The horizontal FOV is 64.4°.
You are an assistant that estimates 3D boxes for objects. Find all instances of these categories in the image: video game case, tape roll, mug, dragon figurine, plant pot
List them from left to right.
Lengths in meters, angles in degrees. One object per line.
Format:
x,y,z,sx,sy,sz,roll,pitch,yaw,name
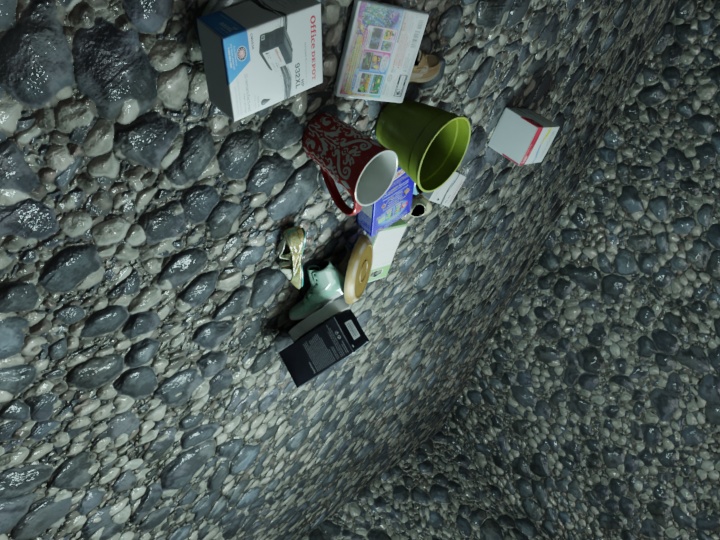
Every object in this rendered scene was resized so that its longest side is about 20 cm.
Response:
-0.122,0.147,1.693,0.200,0.038,0.203,-32,174,-4,tape roll
-0.041,-0.237,1.276,0.180,0.199,0.132,-55,153,11,mug
-0.034,0.001,1.722,0.099,0.059,0.202,-39,149,-22,dragon figurine
0.000,0.000,1.654,0.200,0.027,0.206,15,89,-75,plant pot
0.044,-0.475,1.252,0.177,0.024,0.204,-4,130,-29,video game case
0.145,-0.337,1.450,0.199,0.192,0.203,-36,149,-26,plant pot

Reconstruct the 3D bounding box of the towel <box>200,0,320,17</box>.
-0.168,-0.452,0.989,0.202,0.048,0.171,-54,154,3,towel

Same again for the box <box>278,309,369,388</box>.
-0.101,0.220,1.643,0.198,0.119,0.196,-34,174,12,box

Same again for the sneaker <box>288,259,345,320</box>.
-0.143,0.050,1.628,0.198,0.074,0.119,-32,115,6,sneaker

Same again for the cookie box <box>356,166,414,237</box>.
0.074,-0.223,1.604,0.169,0.075,0.203,-34,148,-30,cookie box

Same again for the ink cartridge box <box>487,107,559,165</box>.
0.574,-0.472,2.004,0.197,0.145,0.147,-16,138,-47,ink cartridge box

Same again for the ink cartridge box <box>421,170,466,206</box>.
0.269,-0.279,1.847,0.198,0.068,0.118,3,122,-58,ink cartridge box

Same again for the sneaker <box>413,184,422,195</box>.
0.182,-0.310,1.651,0.077,0.089,0.204,-23,140,-42,sneaker

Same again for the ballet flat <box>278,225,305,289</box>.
-0.179,-0.029,1.470,0.070,0.070,0.203,-30,146,-34,ballet flat

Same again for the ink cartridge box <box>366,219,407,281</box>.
0.060,-0.063,1.804,0.144,0.048,0.204,-16,137,-48,ink cartridge box

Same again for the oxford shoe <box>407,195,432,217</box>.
0.182,-0.193,1.808,0.198,0.073,0.072,-6,129,-54,oxford shoe

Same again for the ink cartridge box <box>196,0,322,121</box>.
-0.161,-0.366,0.963,0.198,0.083,0.147,-34,146,-29,ink cartridge box

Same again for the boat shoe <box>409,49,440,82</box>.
0.127,-0.495,1.365,0.198,0.074,0.070,-28,151,-37,boat shoe
